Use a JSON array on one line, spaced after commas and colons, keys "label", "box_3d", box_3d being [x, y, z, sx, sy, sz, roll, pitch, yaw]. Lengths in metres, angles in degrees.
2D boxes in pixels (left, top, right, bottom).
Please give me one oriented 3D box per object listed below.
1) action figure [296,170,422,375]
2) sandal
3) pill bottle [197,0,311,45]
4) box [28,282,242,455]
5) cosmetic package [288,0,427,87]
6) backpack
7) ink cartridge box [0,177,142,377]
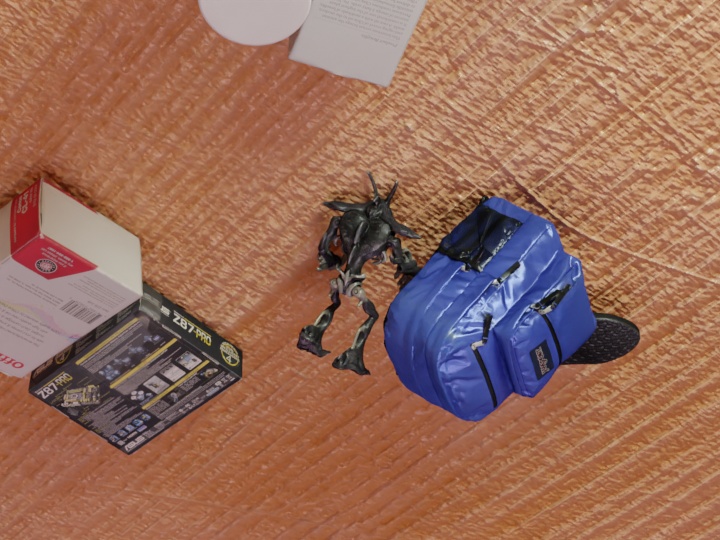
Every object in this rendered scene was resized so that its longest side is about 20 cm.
[{"label": "action figure", "box_3d": [0.000, 0.000, 1.506, 0.118, 0.102, 0.203, 21, 94, 15]}, {"label": "sandal", "box_3d": [0.221, 0.074, 1.632, 0.198, 0.045, 0.075, -12, 129, 30]}, {"label": "pill bottle", "box_3d": [-0.083, -0.278, 1.166, 0.118, 0.202, 0.121, -1, 135, -1]}, {"label": "box", "box_3d": [-0.258, 0.118, 1.646, 0.199, 0.050, 0.161, -35, 127, 27]}, {"label": "cosmetic package", "box_3d": [0.013, -0.270, 1.266, 0.100, 0.072, 0.201, 14, 132, -15]}, {"label": "backpack", "box_3d": [0.130, 0.050, 1.466, 0.200, 0.167, 0.164, -41, 130, -19]}, {"label": "ink cartridge box", "box_3d": [-0.347, 0.013, 1.504, 0.199, 0.086, 0.147, -30, 138, 25]}]
